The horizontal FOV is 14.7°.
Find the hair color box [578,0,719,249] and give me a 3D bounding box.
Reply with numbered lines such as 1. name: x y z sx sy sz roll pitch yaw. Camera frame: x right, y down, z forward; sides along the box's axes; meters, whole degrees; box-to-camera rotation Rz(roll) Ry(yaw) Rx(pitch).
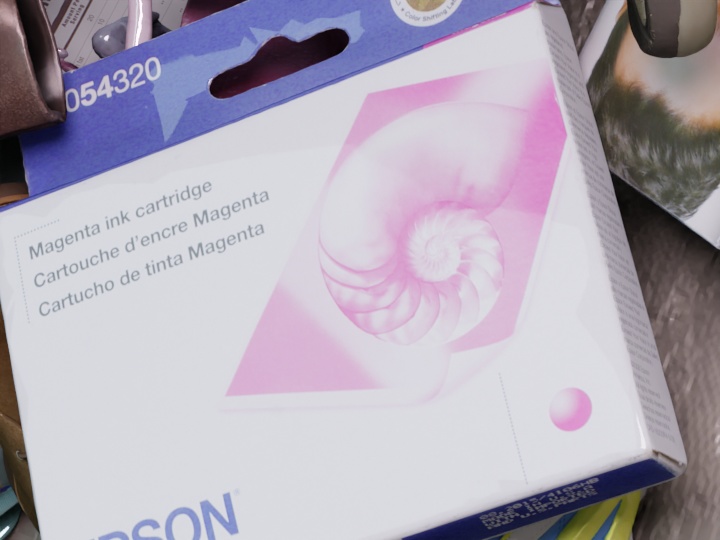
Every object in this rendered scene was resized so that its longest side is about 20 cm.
1. hair color box: 0.144 -0.106 0.838 0.099 0.060 0.201 40 107 52

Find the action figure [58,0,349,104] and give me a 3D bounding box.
1. action figure: -0.045 -0.015 0.935 0.134 0.149 0.201 -28 43 37

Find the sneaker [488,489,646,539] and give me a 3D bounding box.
1. sneaker: 0.016 0.098 0.877 0.076 0.105 0.201 30 99 53

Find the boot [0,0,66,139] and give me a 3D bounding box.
1. boot: -0.195 -0.109 0.933 0.166 0.072 0.201 -22 81 14

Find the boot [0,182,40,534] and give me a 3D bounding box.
1. boot: -0.107 0.049 1.020 0.073 0.200 0.076 -23 50 -8

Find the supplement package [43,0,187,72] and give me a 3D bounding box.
1. supplement package: -0.132 -0.158 1.060 0.151 0.199 0.152 -60 33 16

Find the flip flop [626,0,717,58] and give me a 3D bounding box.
1. flip flop: 0.099 -0.155 0.817 0.057 0.081 0.201 -6 62 8

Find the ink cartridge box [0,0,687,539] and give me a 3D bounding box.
1. ink cartridge box: -0.018 -0.004 0.859 0.196 0.043 0.201 -20 69 18

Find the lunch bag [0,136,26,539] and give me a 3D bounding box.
1. lunch bag: -0.191 0.024 1.162 0.200 0.122 0.171 -45 45 33
